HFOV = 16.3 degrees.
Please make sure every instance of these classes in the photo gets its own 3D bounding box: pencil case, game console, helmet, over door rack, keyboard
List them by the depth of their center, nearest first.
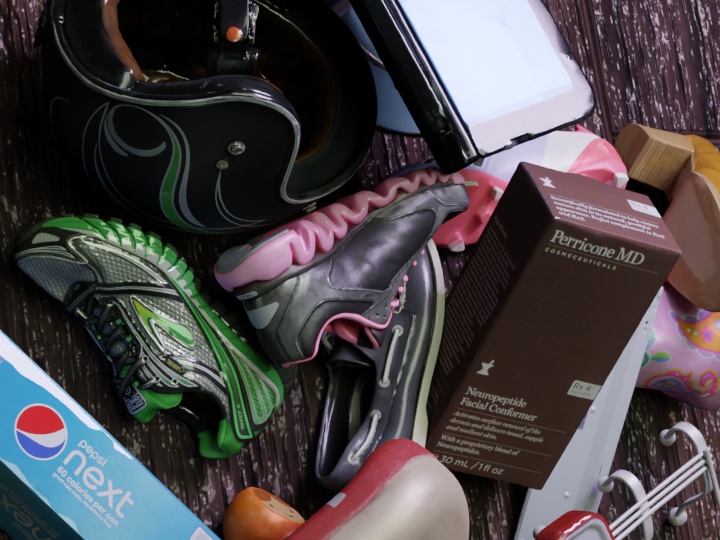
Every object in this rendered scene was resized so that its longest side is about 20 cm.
[{"bbox_3d":[-0.093,-0.114,1.544,0.200,0.191,0.200,-3,63,6],"label":"helmet"},{"bbox_3d":[0.054,-0.175,1.577,0.116,0.176,0.200,-29,80,1],"label":"game console"},{"bbox_3d":[0.152,0.095,1.682,0.056,0.011,0.200,13,96,-23],"label":"keyboard"},{"bbox_3d":[0.201,0.224,1.699,0.148,0.067,0.200,-33,106,-35],"label":"over door rack"},{"bbox_3d":[0.169,0.037,1.729,0.200,0.087,0.088,15,66,-27],"label":"pencil case"}]

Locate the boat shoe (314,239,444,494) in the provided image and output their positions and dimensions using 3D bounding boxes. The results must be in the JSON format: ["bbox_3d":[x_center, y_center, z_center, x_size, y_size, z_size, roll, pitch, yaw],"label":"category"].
[{"bbox_3d":[0.008,0.053,1.623,0.063,0.073,0.200,15,69,-30],"label":"boat shoe"}]

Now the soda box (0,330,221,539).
[{"bbox_3d":[-0.177,0.126,1.481,0.200,0.068,0.064,46,55,-11],"label":"soda box"}]

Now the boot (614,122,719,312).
[{"bbox_3d":[0.271,-0.029,1.779,0.144,0.071,0.201,17,30,-30],"label":"boot"}]

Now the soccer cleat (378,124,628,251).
[{"bbox_3d":[0.091,-0.062,1.732,0.200,0.067,0.076,-8,40,-26],"label":"soccer cleat"}]

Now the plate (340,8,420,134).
[{"bbox_3d":[0.028,-0.193,1.751,0.200,0.026,0.200,11,68,-29],"label":"plate"}]

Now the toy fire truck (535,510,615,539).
[{"bbox_3d":[0.130,0.272,1.580,0.168,0.112,0.200,-31,101,-27],"label":"toy fire truck"}]

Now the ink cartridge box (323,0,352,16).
[{"bbox_3d":[-0.058,-0.262,1.673,0.136,0.076,0.200,-39,87,-30],"label":"ink cartridge box"}]

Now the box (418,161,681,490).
[{"bbox_3d":[0.110,0.038,1.615,0.100,0.200,0.075,14,28,-25],"label":"box"}]

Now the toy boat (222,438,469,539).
[{"bbox_3d":[-0.032,0.177,1.534,0.200,0.131,0.131,-39,55,-17],"label":"toy boat"}]

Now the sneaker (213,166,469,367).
[{"bbox_3d":[0.000,0.000,1.579,0.200,0.079,0.095,-27,92,-38],"label":"sneaker"}]

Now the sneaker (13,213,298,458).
[{"bbox_3d":[-0.130,0.038,1.536,0.200,0.078,0.085,38,58,-17],"label":"sneaker"}]
